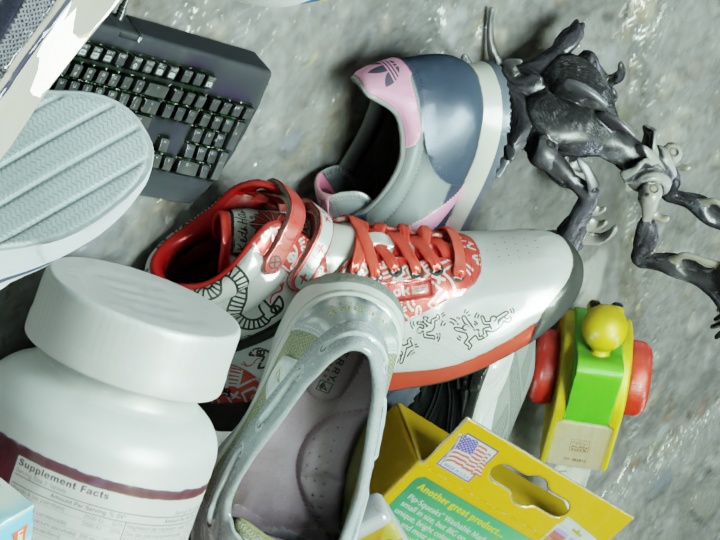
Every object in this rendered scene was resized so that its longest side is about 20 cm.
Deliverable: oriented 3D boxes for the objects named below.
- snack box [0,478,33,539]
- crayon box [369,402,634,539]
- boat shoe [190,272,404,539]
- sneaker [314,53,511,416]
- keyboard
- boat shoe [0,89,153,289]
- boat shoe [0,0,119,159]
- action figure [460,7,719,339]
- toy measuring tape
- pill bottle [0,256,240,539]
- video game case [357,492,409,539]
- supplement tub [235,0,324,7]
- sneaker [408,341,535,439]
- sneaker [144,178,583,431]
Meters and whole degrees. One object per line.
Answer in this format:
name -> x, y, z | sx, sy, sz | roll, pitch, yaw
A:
snack box -> -0.192, 0.145, 1.196 | 0.037, 0.116, 0.200 | -31, 145, -39
crayon box -> 0.023, 0.152, 1.451 | 0.126, 0.052, 0.200 | 32, 112, -33
boat shoe -> -0.030, 0.099, 1.311 | 0.065, 0.074, 0.202 | -87, -162, -63
sneaker -> 0.006, -0.016, 1.410 | 0.082, 0.070, 0.201 | 5, 113, -27
keyboard -> -0.106, -0.096, 1.245 | 0.200, 0.021, 0.127 | 10, 106, -53
boat shoe -> -0.180, -0.016, 1.179 | 0.200, 0.074, 0.067 | -23, 170, -29
boat shoe -> -0.170, -0.082, 1.116 | 0.093, 0.075, 0.200 | 39, 69, -11
action figure -> 0.121, -0.045, 1.470 | 0.102, 0.200, 0.119 | -45, -168, 47
toy measuring tape -> 0.122, 0.079, 1.611 | 0.074, 0.074, 0.200 | -35, 153, -30
pill bottle -> -0.128, 0.103, 1.276 | 0.109, 0.109, 0.201 | 4, 110, -51
video game case -> -0.042, 0.217, 1.431 | 0.200, 0.023, 0.182 | -27, 128, 3
supplement tub -> 0.016, -0.191, 1.221 | 0.200, 0.144, 0.145 | -13, 123, -46
sneaker -> 0.055, 0.078, 1.513 | 0.079, 0.074, 0.201 | -16, 126, -54
sneaker -> 0.000, 0.001, 1.335 | 0.201, 0.067, 0.108 | -18, 131, 3
